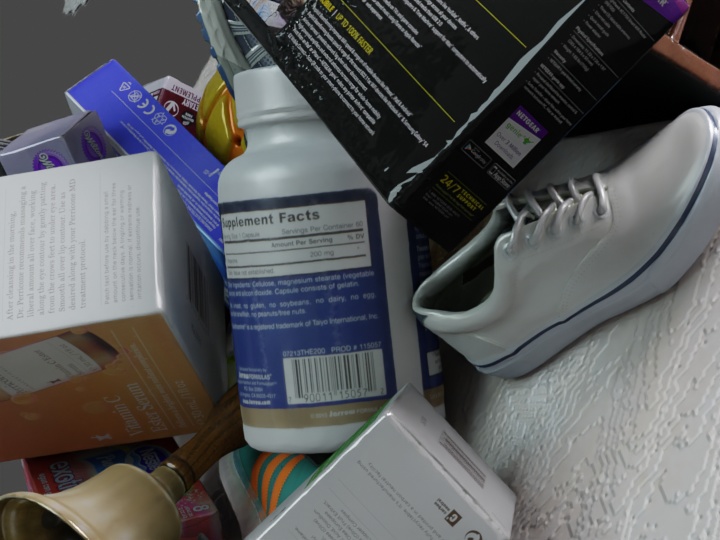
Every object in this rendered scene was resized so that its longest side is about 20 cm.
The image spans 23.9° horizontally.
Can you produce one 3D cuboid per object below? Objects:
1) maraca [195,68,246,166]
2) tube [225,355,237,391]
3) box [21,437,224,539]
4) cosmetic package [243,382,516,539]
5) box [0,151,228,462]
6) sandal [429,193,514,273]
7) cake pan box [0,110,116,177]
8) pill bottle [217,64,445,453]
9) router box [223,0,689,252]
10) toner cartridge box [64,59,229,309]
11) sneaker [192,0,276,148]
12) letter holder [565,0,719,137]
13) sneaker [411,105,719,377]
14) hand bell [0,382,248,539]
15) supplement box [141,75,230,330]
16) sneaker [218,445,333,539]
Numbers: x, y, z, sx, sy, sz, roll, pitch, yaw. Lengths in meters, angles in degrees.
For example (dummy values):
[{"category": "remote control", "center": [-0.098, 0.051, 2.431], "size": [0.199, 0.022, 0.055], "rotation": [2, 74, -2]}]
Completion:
[{"category": "maraca", "center": [-0.036, -0.095, 1.108], "size": [0.200, 0.107, 0.137], "rotation": [18, 82, 52]}, {"category": "tube", "center": [-0.136, 0.080, 1.062], "size": [0.052, 0.199, 0.058], "rotation": [68, -164, -63]}, {"category": "box", "center": [-0.146, 0.168, 1.055], "size": [0.200, 0.094, 0.103], "rotation": [-142, 41, -67]}, {"category": "cosmetic package", "center": [-0.024, 0.156, 0.807], "size": [0.200, 0.085, 0.108], "rotation": [-44, -2, 6]}, {"category": "box", "center": [-0.190, 0.029, 0.984], "size": [0.199, 0.152, 0.107], "rotation": [-10, 60, 7]}, {"category": "sandal", "center": [0.001, -0.005, 1.002], "size": [0.212, 0.070, 0.078], "rotation": [-34, 41, 47]}, {"category": "cake pan box", "center": [-0.220, 0.004, 1.121], "size": [0.184, 0.200, 0.052], "rotation": [-13, 21, 23]}, {"category": "pill bottle", "center": [-0.018, -0.009, 0.911], "size": [0.111, 0.111, 0.201], "rotation": [-1, 95, 61]}, {"category": "router box", "center": [0.035, -0.123, 0.782], "size": [0.149, 0.051, 0.200], "rotation": [-46, 43, 9]}, {"category": "toner cartridge box", "center": [-0.109, -0.043, 1.104], "size": [0.043, 0.095, 0.200], "rotation": [-37, 61, -16]}, {"category": "sneaker", "center": [-0.039, -0.121, 1.025], "size": [0.077, 0.085, 0.200], "rotation": [52, -165, -81]}, {"category": "letter holder", "center": [0.117, -0.157, 0.878], "size": [0.200, 0.100, 0.142], "rotation": [-3, 64, 61]}, {"category": "sneaker", "center": [0.100, -0.013, 0.821], "size": [0.200, 0.071, 0.073], "rotation": [-45, 33, 37]}, {"category": "hand bell", "center": [-0.097, 0.109, 0.936], "size": [0.200, 0.104, 0.104], "rotation": [-40, 6, -40]}, {"category": "supplement box", "center": [-0.136, -0.026, 1.230], "size": [0.061, 0.109, 0.200], "rotation": [-6, 64, 61]}, {"category": "sneaker", "center": [-0.025, 0.131, 0.954], "size": [0.080, 0.071, 0.200], "rotation": [-40, 25, 8]}]
